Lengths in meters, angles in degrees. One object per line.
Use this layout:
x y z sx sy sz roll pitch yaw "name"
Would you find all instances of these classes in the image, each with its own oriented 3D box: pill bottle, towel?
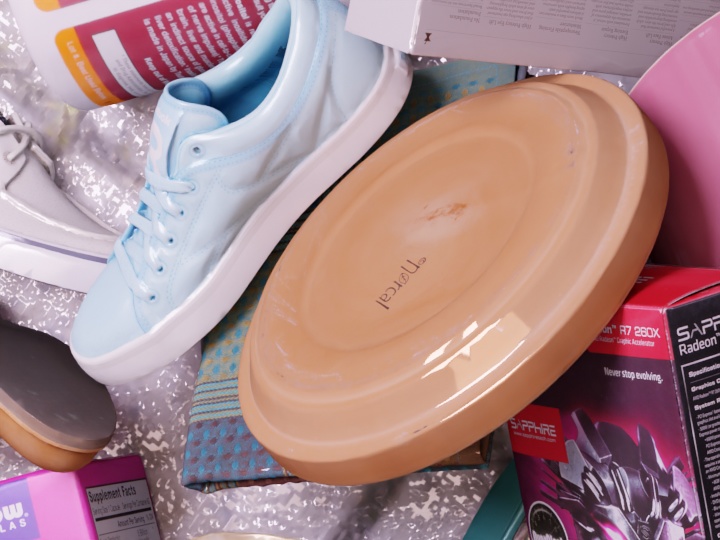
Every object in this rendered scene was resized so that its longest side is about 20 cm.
-0.053 -0.150 0.982 0.199 0.113 0.114 -15 85 11 "pill bottle"
0.000 0.000 0.954 0.146 0.022 0.201 -7 58 25 "towel"

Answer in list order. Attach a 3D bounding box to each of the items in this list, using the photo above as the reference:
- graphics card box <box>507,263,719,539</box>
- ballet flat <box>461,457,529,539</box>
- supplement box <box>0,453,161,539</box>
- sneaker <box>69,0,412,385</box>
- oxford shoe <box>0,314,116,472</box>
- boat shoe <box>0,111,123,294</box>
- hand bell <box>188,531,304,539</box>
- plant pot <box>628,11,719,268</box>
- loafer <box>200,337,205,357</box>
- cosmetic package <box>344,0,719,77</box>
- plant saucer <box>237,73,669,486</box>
0.115 0.099 0.843 0.051 0.125 0.201 -17 101 -28 "graphics card box"
0.051 0.169 0.979 0.071 0.071 0.201 35 95 11 "ballet flat"
-0.135 0.193 0.994 0.101 0.103 0.201 -16 83 10 "supplement box"
-0.072 -0.043 0.946 0.082 0.074 0.200 37 96 -34 "sneaker"
-0.175 0.056 0.993 0.200 0.071 0.072 28 101 50 "oxford shoe"
-0.182 -0.046 1.031 0.199 0.071 0.070 22 95 18 "boat shoe"
-0.049 0.224 0.934 0.103 0.104 0.201 6 64 12 "hand bell"
0.200 -0.015 0.895 0.199 0.200 0.180 -32 67 9 "plant pot"
0.020 0.034 0.980 0.199 0.070 0.076 0 59 28 "loafer"
0.090 -0.126 0.909 0.051 0.199 0.083 23 106 49 "cosmetic package"
0.029 -0.004 0.860 0.200 0.201 0.032 -40 118 8 "plant saucer"
